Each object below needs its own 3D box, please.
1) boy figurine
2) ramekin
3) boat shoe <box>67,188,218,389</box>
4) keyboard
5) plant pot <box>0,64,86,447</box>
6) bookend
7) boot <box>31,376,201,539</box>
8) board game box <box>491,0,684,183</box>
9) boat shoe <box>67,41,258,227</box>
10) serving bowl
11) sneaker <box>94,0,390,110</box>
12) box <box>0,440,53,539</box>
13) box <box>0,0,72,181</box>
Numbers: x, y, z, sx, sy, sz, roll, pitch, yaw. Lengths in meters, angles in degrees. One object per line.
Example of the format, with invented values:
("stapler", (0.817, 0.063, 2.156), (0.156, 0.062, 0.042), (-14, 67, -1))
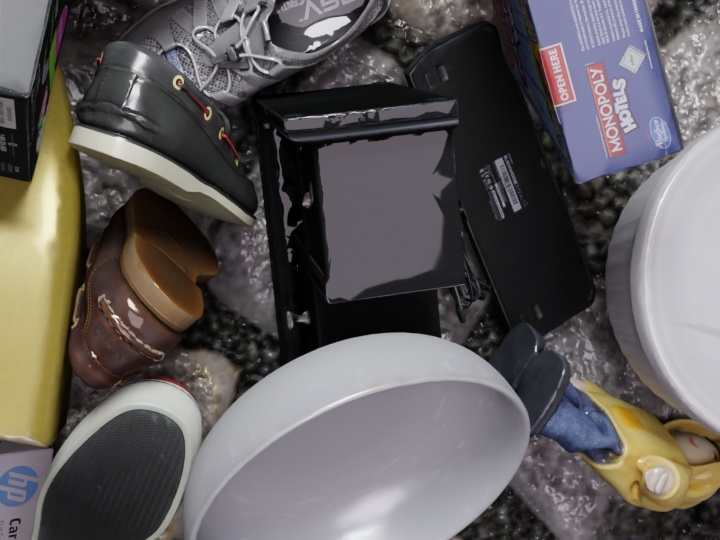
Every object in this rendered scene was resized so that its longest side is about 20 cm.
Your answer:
("boy figurine", (0.169, 0.107, 0.879), (0.199, 0.124, 0.065), (26, 103, -30))
("ramekin", (0.244, 0.008, 0.864), (0.199, 0.094, 0.206), (1, 87, -15))
("boat shoe", (-0.127, 0.007, 0.783), (0.070, 0.200, 0.070), (43, 100, -9))
("keyboard", (0.075, -0.048, 0.889), (0.103, 0.039, 0.202), (-28, 102, -26))
("plant pot", (-0.240, -0.025, 0.772), (0.193, 0.194, 0.203), (14, 85, -9))
("bookend", (0.000, 0.000, 0.796), (0.091, 0.199, 0.203), (-7, 102, -8))
("boot", (-0.140, 0.109, 0.814), (0.072, 0.145, 0.201), (27, 122, -8))
("board game box", (0.104, -0.168, 0.768), (0.061, 0.200, 0.202), (-17, 103, 2))
("boat shoe", (-0.097, -0.069, 0.782), (0.073, 0.201, 0.064), (17, 83, 16))
("serving bowl", (-0.009, 0.099, 0.759), (0.198, 0.066, 0.201), (-17, 142, -14))
("sneaker", (-0.072, -0.140, 0.821), (0.198, 0.082, 0.075), (-30, 102, -1))
("box", (-0.287, 0.179, 0.818), (0.198, 0.041, 0.158), (-3, 112, -37))
("box", (-0.189, -0.166, 0.645), (0.123, 0.148, 0.203), (12, 77, -11))
